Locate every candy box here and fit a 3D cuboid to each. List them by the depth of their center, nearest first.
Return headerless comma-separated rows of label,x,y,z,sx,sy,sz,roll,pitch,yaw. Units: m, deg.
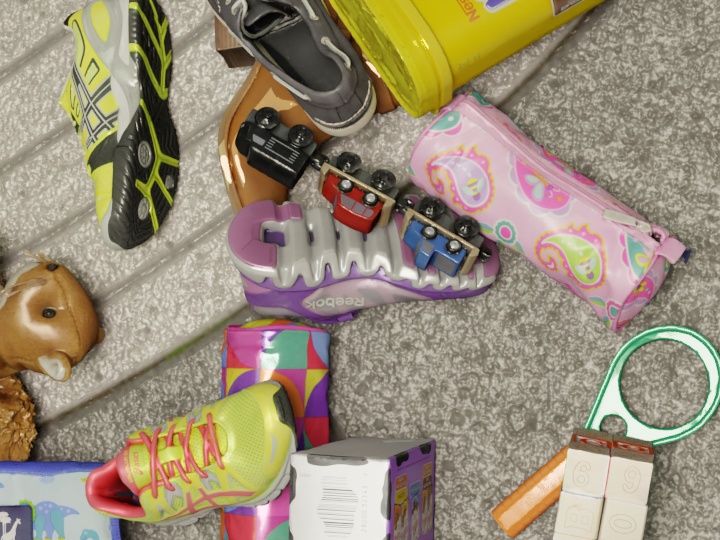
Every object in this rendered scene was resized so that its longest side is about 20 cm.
candy box,0.003,0.221,1.062,0.071,0.168,0.201,1,88,13

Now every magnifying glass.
magnifying glass,0.175,0.118,1.102,0.200,0.022,0.080,-42,79,7

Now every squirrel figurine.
squirrel figurine,-0.292,0.068,1.176,0.185,0.142,0.201,3,103,3

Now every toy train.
toy train,0.000,-0.051,1.076,0.199,0.034,0.046,29,61,6

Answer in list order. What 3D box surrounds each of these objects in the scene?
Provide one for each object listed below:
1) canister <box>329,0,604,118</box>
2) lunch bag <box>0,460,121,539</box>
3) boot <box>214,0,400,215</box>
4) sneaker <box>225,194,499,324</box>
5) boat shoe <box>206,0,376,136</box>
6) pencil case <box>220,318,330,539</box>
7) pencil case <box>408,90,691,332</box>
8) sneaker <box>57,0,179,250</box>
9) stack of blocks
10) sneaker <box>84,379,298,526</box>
canister,0.086,-0.219,1.073,0.199,0.087,0.149,-31,73,-8
lunch bag,-0.263,0.238,1.117,0.169,0.127,0.201,3,89,-23
boot,-0.024,-0.117,1.140,0.154,0.077,0.201,-5,79,9
sneaker,0.000,0.000,1.121,0.199,0.089,0.081,1,49,-7
boat shoe,-0.060,-0.184,1.087,0.073,0.063,0.200,-38,72,2
pencil case,-0.062,0.136,1.128,0.088,0.088,0.201,1,90,14
pencil case,0.130,-0.044,1.083,0.200,0.087,0.088,37,96,15
sneaker,-0.188,-0.112,1.178,0.076,0.075,0.201,-5,76,21
stack of blocks,0.153,0.217,1.041,0.058,0.115,0.201,10,95,8
sneaker,-0.119,0.134,1.061,0.200,0.090,0.079,-36,60,41
